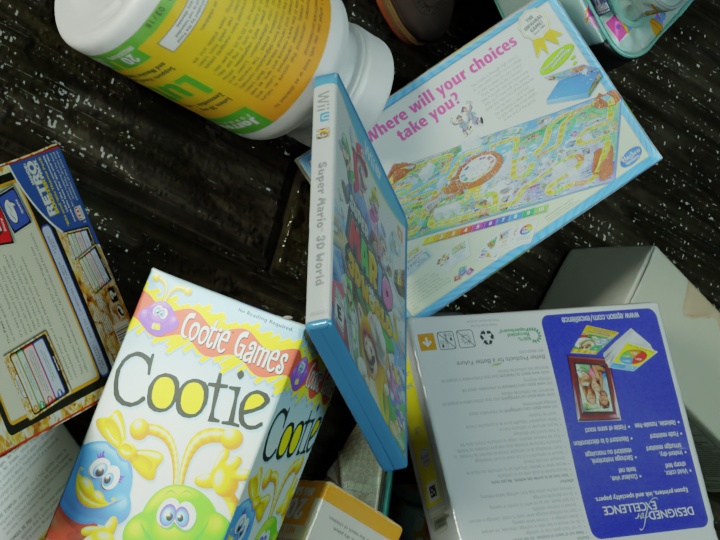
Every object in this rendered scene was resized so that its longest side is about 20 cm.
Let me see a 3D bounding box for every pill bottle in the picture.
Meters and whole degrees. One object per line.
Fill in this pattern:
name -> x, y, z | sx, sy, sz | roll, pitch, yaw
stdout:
pill bottle -> -0.079, -0.147, 1.631 | 0.200, 0.111, 0.111 | 27, 73, -35

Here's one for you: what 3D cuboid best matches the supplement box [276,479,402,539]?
supplement box -> -0.071, 0.229, 1.619 | 0.074, 0.126, 0.200 | 35, 67, -34

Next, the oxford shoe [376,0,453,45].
oxford shoe -> 0.050, -0.222, 1.720 | 0.071, 0.072, 0.200 | -55, 153, -36

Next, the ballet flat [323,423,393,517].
ballet flat -> -0.012, 0.183, 1.711 | 0.062, 0.067, 0.200 | 4, 84, -4

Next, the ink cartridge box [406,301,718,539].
ink cartridge box -> 0.127, 0.122, 1.702 | 0.198, 0.047, 0.200 | -2, 72, -30

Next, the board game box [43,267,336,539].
board game box -> -0.099, 0.115, 1.534 | 0.103, 0.105, 0.200 | 36, 75, -73

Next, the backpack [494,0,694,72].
backpack -> 0.153, -0.248, 1.796 | 0.200, 0.153, 0.176 | 54, 48, -7

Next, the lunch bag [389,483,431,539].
lunch bag -> 0.098, 0.243, 1.756 | 0.170, 0.122, 0.200 | 5, 86, -32

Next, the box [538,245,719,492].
box -> 0.221, 0.072, 1.882 | 0.200, 0.095, 0.078 | 44, 63, -31

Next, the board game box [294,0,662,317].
board game box -> 0.077, -0.072, 1.723 | 0.200, 0.034, 0.135 | -34, 93, -3

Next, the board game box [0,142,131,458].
board game box -> -0.204, 0.020, 1.495 | 0.152, 0.046, 0.200 | 68, 24, -3

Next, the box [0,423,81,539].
box -> -0.236, 0.080, 1.536 | 0.082, 0.049, 0.200 | -47, 117, -31

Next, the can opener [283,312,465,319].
can opener -> -0.003, 0.059, 1.736 | 0.200, 0.053, 0.067 | -5, 127, -38

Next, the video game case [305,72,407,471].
video game case -> 0.000, 0.000, 1.584 | 0.143, 0.018, 0.200 | 63, 21, -45
